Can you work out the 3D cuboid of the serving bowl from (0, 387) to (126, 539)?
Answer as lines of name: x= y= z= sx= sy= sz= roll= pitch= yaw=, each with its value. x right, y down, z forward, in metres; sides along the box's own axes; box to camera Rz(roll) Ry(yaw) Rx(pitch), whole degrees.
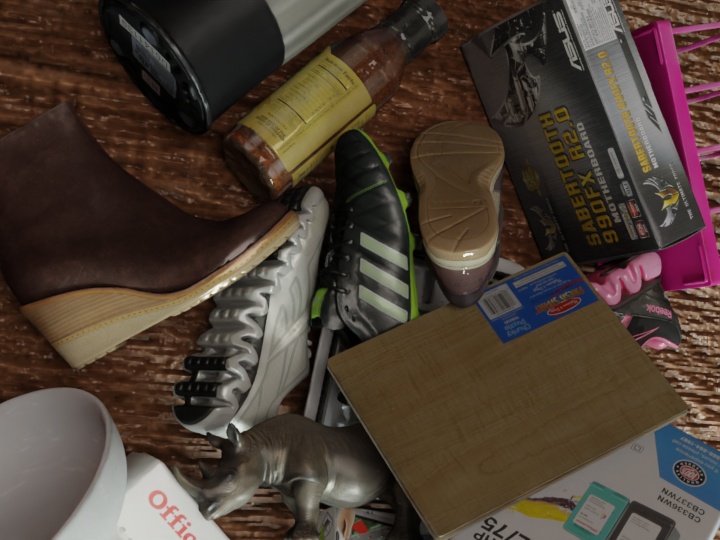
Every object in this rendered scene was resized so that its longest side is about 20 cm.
serving bowl: x=-0.227 y=0.166 z=0.839 sx=0.200 sy=0.200 sz=0.066 roll=-42 pitch=123 yaw=-19

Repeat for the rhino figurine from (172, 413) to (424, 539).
rhino figurine: x=-0.037 y=0.144 z=0.925 sx=0.200 sy=0.060 sz=0.088 roll=9 pitch=76 yaw=-26

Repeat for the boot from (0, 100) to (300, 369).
boot: x=-0.161 y=-0.044 z=0.912 sx=0.200 sy=0.072 sz=0.166 roll=-29 pitch=92 yaw=3

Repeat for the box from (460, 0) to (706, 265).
box: x=0.165 y=-0.107 z=1.020 sx=0.048 sy=0.158 sz=0.200 roll=-23 pitch=95 yaw=-24

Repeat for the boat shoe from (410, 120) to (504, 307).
boat shoe: x=0.072 y=-0.047 z=0.990 sx=0.072 sy=0.200 sz=0.065 roll=1 pitch=123 yaw=1

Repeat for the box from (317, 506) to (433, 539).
box: x=0.063 y=0.244 z=0.998 sx=0.200 sy=0.035 sz=0.110 roll=13 pitch=64 yaw=-22

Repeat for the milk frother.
milk frother: x=-0.085 y=-0.226 z=0.912 sx=0.188 sy=0.200 sz=0.181 roll=-42 pitch=97 yaw=-19

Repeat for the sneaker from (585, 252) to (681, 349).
sneaker: x=0.159 y=0.066 z=0.997 sx=0.200 sy=0.079 sz=0.095 roll=-29 pitch=96 yaw=-14

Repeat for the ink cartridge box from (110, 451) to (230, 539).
ink cartridge box: x=-0.173 y=0.240 z=0.902 sx=0.200 sy=0.083 sz=0.147 roll=-43 pitch=101 yaw=-19

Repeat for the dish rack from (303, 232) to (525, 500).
dish rack: x=0.040 y=0.077 z=1.019 sx=0.171 sy=0.044 sz=0.200 roll=15 pitch=80 yaw=-20

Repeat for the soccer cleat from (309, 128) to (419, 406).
soccer cleat: x=0.000 y=0.000 z=0.953 sx=0.081 sy=0.068 sz=0.200 roll=-13 pitch=93 yaw=-19

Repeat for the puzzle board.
puzzle board: x=0.099 y=0.081 z=0.910 sx=0.200 sy=0.017 sz=0.151 roll=-23 pitch=58 yaw=-18

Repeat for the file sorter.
file sorter: x=0.264 y=-0.092 z=1.070 sx=0.125 sy=0.139 sz=0.200 roll=-12 pitch=90 yaw=-25

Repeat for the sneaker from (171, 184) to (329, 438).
sneaker: x=-0.066 y=0.033 z=0.974 sx=0.081 sy=0.075 sz=0.200 roll=32 pitch=73 yaw=-36

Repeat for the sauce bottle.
sauce bottle: x=-0.015 y=-0.135 z=1.004 sx=0.200 sy=0.066 sz=0.066 roll=-42 pitch=101 yaw=-21

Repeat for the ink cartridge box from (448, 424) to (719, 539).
ink cartridge box: x=0.146 y=0.207 z=0.922 sx=0.147 sy=0.146 sz=0.200 roll=28 pitch=56 yaw=17
